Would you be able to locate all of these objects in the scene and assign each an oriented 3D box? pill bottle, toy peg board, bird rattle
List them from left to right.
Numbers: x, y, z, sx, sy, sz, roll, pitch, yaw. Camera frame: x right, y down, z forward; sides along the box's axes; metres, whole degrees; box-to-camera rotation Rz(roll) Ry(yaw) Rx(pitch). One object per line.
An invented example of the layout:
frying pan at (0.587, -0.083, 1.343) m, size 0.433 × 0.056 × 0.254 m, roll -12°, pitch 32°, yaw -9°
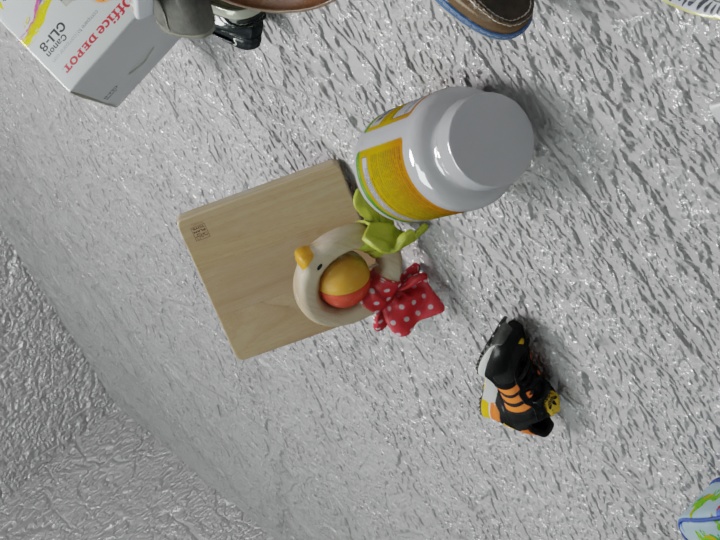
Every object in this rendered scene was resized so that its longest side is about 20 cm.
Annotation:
toy peg board at (-0.089, -0.028, 1.945) m, size 0.098 × 0.199 × 0.200 m, roll -100°, pitch -10°, yaw -63°
bird rattle at (0.000, 0.000, 1.829) m, size 0.200 × 0.163 × 0.113 m, roll 87°, pitch 158°, yaw -49°
pill bottle at (0.077, -0.105, 1.481) m, size 0.111 × 0.111 × 0.200 m, roll 52°, pitch 162°, yaw -10°

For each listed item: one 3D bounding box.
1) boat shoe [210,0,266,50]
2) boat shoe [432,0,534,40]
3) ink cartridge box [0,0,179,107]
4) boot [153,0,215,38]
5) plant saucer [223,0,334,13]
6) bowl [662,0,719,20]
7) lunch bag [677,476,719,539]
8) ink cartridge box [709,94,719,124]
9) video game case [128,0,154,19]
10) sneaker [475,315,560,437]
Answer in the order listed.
boat shoe at (-0.172, -0.286, 1.762) m, size 0.199 × 0.074 × 0.066 m, roll 23°, pitch 139°, yaw 35°
boat shoe at (0.068, -0.263, 1.243) m, size 0.200 × 0.072 × 0.072 m, roll 51°, pitch 161°, yaw -5°
ink cartridge box at (-0.322, -0.310, 1.878) m, size 0.200 × 0.145 × 0.145 m, roll 45°, pitch -171°, yaw 10°
boot at (-0.183, -0.315, 1.596) m, size 0.182 × 0.072 × 0.201 m, roll -133°, pitch 29°, yaw -53°
plant saucer at (-0.093, -0.308, 1.470) m, size 0.200 × 0.037 × 0.201 m, roll 10°, pitch 150°, yaw 6°
bowl at (0.197, -0.250, 0.926) m, size 0.201 × 0.094 × 0.201 m, roll 44°, pitch 162°, yaw 18°
lunch bag at (0.403, 0.284, 1.558) m, size 0.200 × 0.082 × 0.161 m, roll 50°, pitch 161°, yaw -2°
ink cartridge box at (0.304, -0.112, 0.921) m, size 0.067 × 0.116 × 0.200 m, roll 54°, pitch 161°, yaw -12°
video game case at (-0.241, -0.355, 1.566) m, size 0.200 × 0.023 × 0.183 m, roll 117°, pitch 130°, yaw -78°
sneaker at (0.181, 0.120, 1.794) m, size 0.090 × 0.070 × 0.200 m, roll 26°, pitch 156°, yaw 17°
